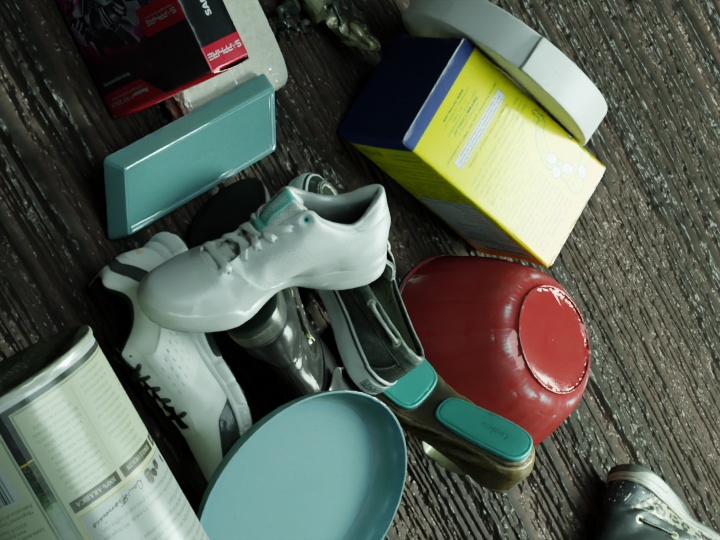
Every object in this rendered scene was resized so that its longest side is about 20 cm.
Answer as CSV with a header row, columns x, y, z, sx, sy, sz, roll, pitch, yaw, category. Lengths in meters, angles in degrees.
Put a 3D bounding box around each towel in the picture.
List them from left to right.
x,y,z,sx,sy,sz,roll,pitch,yaw,category
-0.143,-0.221,1.565,0.132,0.034,0.201,-32,102,-45,towel

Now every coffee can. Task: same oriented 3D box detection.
x,y,z,sx,sy,sz,roll,pitch,yaw,category
-0.196,0.160,1.303,0.146,0.146,0.201,-39,105,-45,coffee can

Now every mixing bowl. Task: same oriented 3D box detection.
x,y,z,sx,sy,sz,roll,pitch,yaw,category
0.131,0.072,1.696,0.199,0.108,0.202,16,67,-42,mixing bowl

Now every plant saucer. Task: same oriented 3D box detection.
x,y,z,sx,sy,sz,roll,pitch,yaw,category
-0.129,-0.090,1.524,0.200,0.019,0.071,-36,135,-47,plant saucer
-0.049,0.176,1.468,0.199,0.027,0.202,-22,128,-31,plant saucer

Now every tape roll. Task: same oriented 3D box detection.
x,y,z,sx,sy,sz,roll,pitch,yaw,category
0.126,-0.182,1.701,0.202,0.202,0.037,39,84,-30,tape roll

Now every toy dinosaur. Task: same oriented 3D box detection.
x,y,z,sx,sy,sz,roll,pitch,yaw,category
-0.060,-0.249,1.651,0.201,0.047,0.088,53,32,-19,toy dinosaur

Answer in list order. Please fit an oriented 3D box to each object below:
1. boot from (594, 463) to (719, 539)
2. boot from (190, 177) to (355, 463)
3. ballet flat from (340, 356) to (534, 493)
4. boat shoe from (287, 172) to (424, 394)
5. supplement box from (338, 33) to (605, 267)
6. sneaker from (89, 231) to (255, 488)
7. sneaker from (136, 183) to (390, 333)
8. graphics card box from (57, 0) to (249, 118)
x,y,z,sx,sy,sz,roll,pitch,yaw,category
0.279,0.299,1.801,0.204,0.073,0.154,45,51,-17,boot
-0.061,0.042,1.537,0.174,0.069,0.201,55,17,-43,boot
0.056,0.122,1.611,0.199,0.073,0.068,32,46,16,ballet flat
0.000,0.000,1.586,0.070,0.063,0.201,10,52,-55,boat shoe
0.099,-0.106,1.697,0.200,0.109,0.110,38,77,-31,supplement box
-0.143,0.077,1.452,0.080,0.074,0.202,-21,88,-32,sneaker
-0.070,-0.020,1.406,0.198,0.089,0.075,-17,52,-24,sneaker
-0.178,-0.227,1.463,0.051,0.125,0.202,-31,101,-46,graphics card box
